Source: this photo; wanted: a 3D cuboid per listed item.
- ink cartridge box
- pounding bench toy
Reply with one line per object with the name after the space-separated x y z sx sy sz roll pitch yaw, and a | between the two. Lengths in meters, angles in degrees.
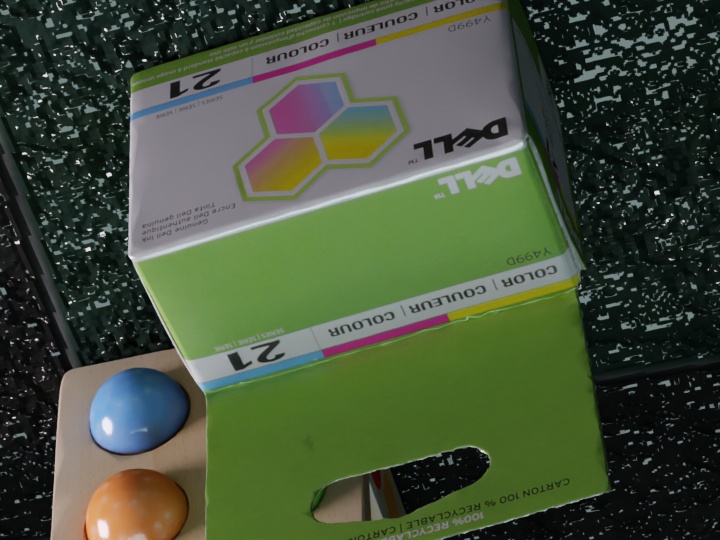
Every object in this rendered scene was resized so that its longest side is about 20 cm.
0.000 0.000 0.866 0.147 0.200 0.076 -16 130 10 | ink cartridge box
-0.044 0.138 0.985 0.124 0.200 0.156 -12 132 7 | pounding bench toy
